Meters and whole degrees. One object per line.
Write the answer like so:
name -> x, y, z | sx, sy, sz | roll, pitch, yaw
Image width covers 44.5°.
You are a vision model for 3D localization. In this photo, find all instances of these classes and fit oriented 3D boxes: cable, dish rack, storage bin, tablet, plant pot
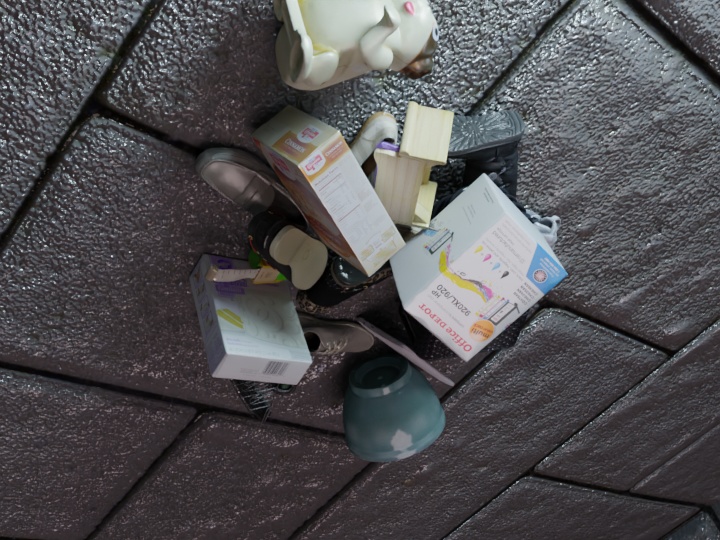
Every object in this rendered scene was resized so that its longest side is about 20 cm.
cable -> 0.172, -0.064, 1.400 | 0.162, 0.051, 0.199 | 20, 147, -30
dish rack -> -0.188, 0.158, 1.471 | 0.054, 0.154, 0.201 | -15, 144, -34
storage bin -> 0.180, 0.066, 1.543 | 0.197, 0.136, 0.094 | -8, 139, -17
tablet -> 0.084, 0.151, 1.611 | 0.014, 0.130, 0.200 | -55, 137, -6
plant pot -> 0.050, 0.244, 1.662 | 0.198, 0.201, 0.136 | -19, 115, -4

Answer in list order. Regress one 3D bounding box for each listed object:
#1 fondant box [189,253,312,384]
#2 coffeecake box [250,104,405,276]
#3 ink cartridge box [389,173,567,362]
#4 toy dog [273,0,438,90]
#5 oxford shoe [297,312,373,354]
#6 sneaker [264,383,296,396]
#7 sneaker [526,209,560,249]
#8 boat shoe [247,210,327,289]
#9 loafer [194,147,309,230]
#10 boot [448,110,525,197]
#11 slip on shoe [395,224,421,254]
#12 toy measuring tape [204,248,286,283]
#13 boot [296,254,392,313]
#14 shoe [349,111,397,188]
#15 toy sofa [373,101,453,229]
fondant box -> -0.169, 0.073, 1.338 | 0.143, 0.201, 0.058 | 10, 130, -33
coffeecake box -> -0.043, -0.109, 1.188 | 0.073, 0.153, 0.201 | -40, 126, -10
ink cartridge box -> 0.167, -0.003, 1.289 | 0.200, 0.145, 0.147 | -43, 114, 16
toy dog -> 0.002, -0.282, 1.076 | 0.197, 0.141, 0.195 | -10, 152, -14
oxford shoe -> -0.056, 0.125, 1.563 | 0.198, 0.058, 0.075 | 16, 126, -39
sneaker -> -0.146, 0.185, 1.556 | 0.070, 0.084, 0.200 | -17, 155, -7
sneaker -> 0.255, -0.041, 1.514 | 0.197, 0.076, 0.116 | -11, 139, -22
boat shoe -> -0.102, -0.030, 1.276 | 0.074, 0.063, 0.201 | -54, 157, -5
loafer -> -0.145, -0.113, 1.244 | 0.199, 0.070, 0.070 | 21, 124, -40
boot -> 0.166, -0.152, 1.361 | 0.162, 0.066, 0.201 | -5, 150, 0
slip on shoe -> 0.130, -0.015, 1.398 | 0.198, 0.061, 0.076 | 27, 148, -25
toy measuring tape -> -0.162, -0.017, 1.327 | 0.199, 0.074, 0.074 | -2, 140, -48
boot -> -0.001, -0.001, 1.441 | 0.202, 0.074, 0.153 | -23, 172, -40
shoe -> -0.004, -0.140, 1.293 | 0.069, 0.054, 0.201 | 7, 132, -31
toy sofa -> 0.068, -0.145, 1.241 | 0.096, 0.084, 0.201 | 12, 155, 3
